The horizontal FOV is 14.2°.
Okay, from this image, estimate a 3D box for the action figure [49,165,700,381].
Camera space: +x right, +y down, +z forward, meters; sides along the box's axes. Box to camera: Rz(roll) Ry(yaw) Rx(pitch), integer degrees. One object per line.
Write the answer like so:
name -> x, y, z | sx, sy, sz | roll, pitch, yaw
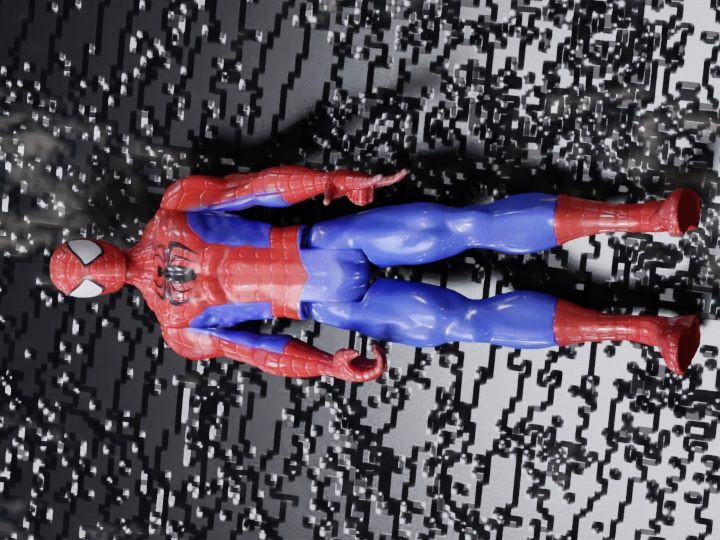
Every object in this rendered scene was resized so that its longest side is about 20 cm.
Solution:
action figure -> 0.000, 0.000, 0.876 | 0.200, 0.052, 0.066 | 1, 100, 18
